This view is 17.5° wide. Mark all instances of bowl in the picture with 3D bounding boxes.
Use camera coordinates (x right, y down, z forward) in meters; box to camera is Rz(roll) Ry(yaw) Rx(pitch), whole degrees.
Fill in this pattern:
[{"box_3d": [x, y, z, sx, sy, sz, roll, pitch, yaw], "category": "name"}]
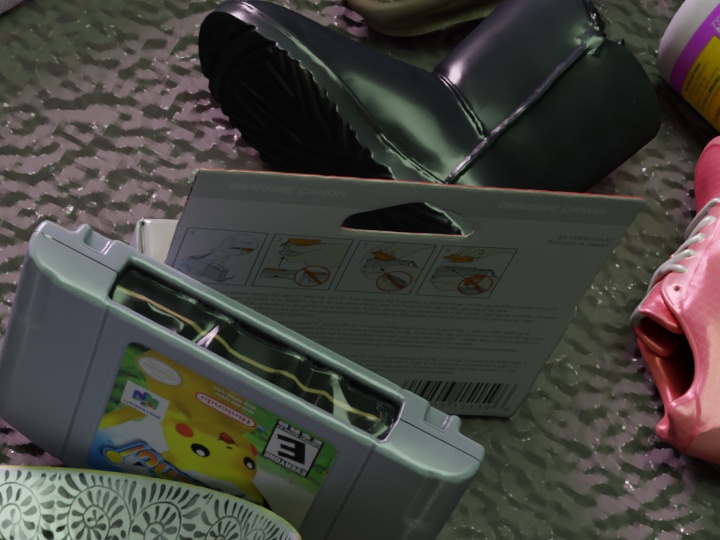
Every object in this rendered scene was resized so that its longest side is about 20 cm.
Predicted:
[{"box_3d": [-0.123, 0.141, 0.887, 0.199, 0.201, 0.095, 1, 98, -20], "category": "bowl"}]

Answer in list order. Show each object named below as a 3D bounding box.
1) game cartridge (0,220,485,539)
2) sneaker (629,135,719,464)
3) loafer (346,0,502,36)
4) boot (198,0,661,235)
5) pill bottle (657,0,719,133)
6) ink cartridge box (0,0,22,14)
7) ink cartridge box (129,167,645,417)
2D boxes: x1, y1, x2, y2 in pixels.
[{"box_3d": [-0.057, 0.066, 0.966, 0.199, 0.134, 0.041, 27, 56, 2], "category": "game cartridge"}, {"box_3d": [0.173, 0.008, 1.138, 0.086, 0.074, 0.201, 8, 52, -13], "category": "sneaker"}, {"box_3d": [0.083, -0.167, 1.244, 0.199, 0.068, 0.076, -24, 50, -15], "category": "loafer"}, {"box_3d": [0.038, -0.094, 1.160, 0.200, 0.076, 0.168, 41, 54, 4], "category": "boot"}, {"box_3d": [0.256, -0.078, 1.214, 0.104, 0.104, 0.200, -32, 70, -36], "category": "pill bottle"}, {"box_3d": [-0.231, -0.209, 1.172, 0.200, 0.041, 0.200, 43, 52, 14], "category": "ink cartridge box"}, {"box_3d": [0.000, 0.000, 1.011, 0.199, 0.174, 0.044, 3, 53, -19], "category": "ink cartridge box"}]
